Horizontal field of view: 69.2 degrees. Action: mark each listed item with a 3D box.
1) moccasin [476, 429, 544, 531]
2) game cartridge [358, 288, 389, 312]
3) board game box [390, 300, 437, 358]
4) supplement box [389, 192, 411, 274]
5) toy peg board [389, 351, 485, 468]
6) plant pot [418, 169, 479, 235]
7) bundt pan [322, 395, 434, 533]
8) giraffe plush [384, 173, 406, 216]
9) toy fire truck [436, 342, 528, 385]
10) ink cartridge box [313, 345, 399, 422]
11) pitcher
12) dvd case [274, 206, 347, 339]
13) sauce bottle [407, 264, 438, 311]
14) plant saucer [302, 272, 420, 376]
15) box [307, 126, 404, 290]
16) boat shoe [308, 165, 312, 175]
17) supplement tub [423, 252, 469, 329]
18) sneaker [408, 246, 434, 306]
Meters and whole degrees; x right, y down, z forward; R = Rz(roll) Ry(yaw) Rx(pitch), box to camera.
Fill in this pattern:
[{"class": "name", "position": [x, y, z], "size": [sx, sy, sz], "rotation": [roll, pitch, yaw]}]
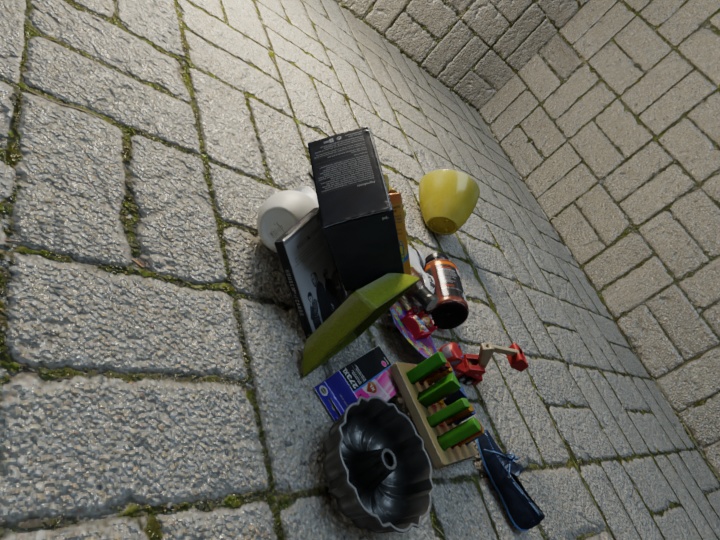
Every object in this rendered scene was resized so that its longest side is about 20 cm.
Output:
[{"class": "moccasin", "position": [0.305, 0.416, 1.063], "size": [0.202, 0.068, 0.080], "rotation": [63, 19, 17]}, {"class": "game cartridge", "position": [0.000, 0.000, 1.113], "size": [0.200, 0.038, 0.131], "rotation": [53, 11, -53]}, {"class": "board game box", "position": [0.130, 0.115, 1.167], "size": [0.158, 0.039, 0.201], "rotation": [40, 17, -26]}, {"class": "supplement box", "position": [0.064, -0.062, 1.122], "size": [0.069, 0.065, 0.204], "rotation": [-158, -121, -74]}, {"class": "toy peg board", "position": [0.176, 0.258, 1.017], "size": [0.198, 0.097, 0.202], "rotation": [22, 38, -57]}, {"class": "plant pot", "position": [0.270, -0.199, 1.653], "size": [0.199, 0.199, 0.144], "rotation": [30, 60, -29]}, {"class": "bundt pan", "position": [0.019, 0.303, 0.804], "size": [0.201, 0.076, 0.204], "rotation": [33, 37, -29]}, {"class": "giraffe plush", "position": [0.010, -0.154, 1.200], "size": [0.202, 0.161, 0.172], "rotation": [67, 12, 23]}, {"class": "toy fire truck", "position": [0.278, 0.205, 1.208], "size": [0.198, 0.141, 0.049], "rotation": [27, 35, -33]}, {"class": "ink cartridge box", "position": [0.004, 0.210, 0.945], "size": [0.095, 0.037, 0.199], "rotation": [55, 32, 10]}, {"class": "pitcher", "position": [-0.113, -0.084, 1.050], "size": [0.172, 0.121, 0.200], "rotation": [47, 18, -3]}, {"class": "dvd case", "position": [-0.083, 0.006, 0.951], "size": [0.151, 0.024, 0.203], "rotation": [-51, 131, -53]}, {"class": "sauce bottle", "position": [0.102, 0.015, 1.228], "size": [0.066, 0.066, 0.200], "rotation": [2, 40, -52]}, {"class": "plant saucer", "position": [-0.007, 0.080, 0.912], "size": [0.048, 0.200, 0.199], "rotation": [49, 29, 9]}, {"class": "box", "position": [-0.005, -0.107, 0.941], "size": [0.201, 0.122, 0.199], "rotation": [72, 3, -56]}, {"class": "boat shoe", "position": [-0.078, -0.302, 1.394], "size": [0.072, 0.068, 0.200], "rotation": [46, 30, -3]}, {"class": "supplement tub", "position": [0.210, 0.044, 1.340], "size": [0.106, 0.107, 0.202], "rotation": [30, 34, -28]}, {"class": "sneaker", "position": [0.114, -0.001, 1.301], "size": [0.114, 0.075, 0.201], "rotation": [31, 29, -27]}]
